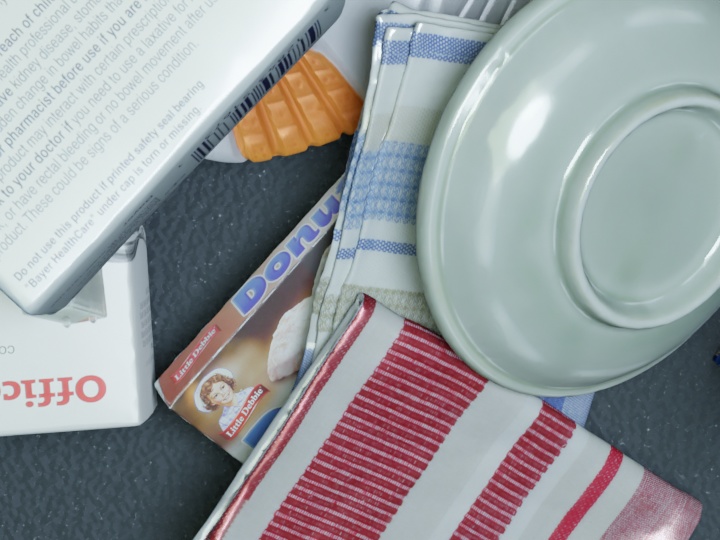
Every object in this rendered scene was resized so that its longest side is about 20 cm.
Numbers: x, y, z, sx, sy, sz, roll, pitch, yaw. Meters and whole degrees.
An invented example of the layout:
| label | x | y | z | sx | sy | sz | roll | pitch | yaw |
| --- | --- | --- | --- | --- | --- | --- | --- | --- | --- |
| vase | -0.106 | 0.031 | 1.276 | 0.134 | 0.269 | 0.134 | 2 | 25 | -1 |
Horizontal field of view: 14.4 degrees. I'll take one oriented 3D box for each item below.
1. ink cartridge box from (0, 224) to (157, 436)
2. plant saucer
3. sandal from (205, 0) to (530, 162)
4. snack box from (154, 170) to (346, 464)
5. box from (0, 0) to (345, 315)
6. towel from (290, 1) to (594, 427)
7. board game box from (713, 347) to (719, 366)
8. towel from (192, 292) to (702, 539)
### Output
| label | x | y | z | sx | sy | sz | roll | pitch | yaw |
| --- | --- | --- | --- | --- | --- | --- | --- | --- | --- |
| ink cartridge box | -0.170 | -0.026 | 1.252 | 0.147 | 0.083 | 0.200 | -5 | 93 | -1 |
| plant saucer | 0.117 | -0.032 | 1.218 | 0.200 | 0.050 | 0.200 | -15 | 119 | -30 |
| sandal | -0.012 | -0.098 | 1.268 | 0.207 | 0.059 | 0.079 | -9 | 108 | -21 |
| snack box | 0.000 | 0.000 | 1.269 | 0.200 | 0.024 | 0.072 | -48 | 126 | 3 |
| box | -0.139 | -0.113 | 1.154 | 0.200 | 0.105 | 0.184 | 43 | 89 | 0 |
| towel | 0.053 | -0.012 | 1.251 | 0.147 | 0.024 | 0.200 | 7 | 108 | -21 |
| board game box | 0.219 | -0.004 | 1.201 | 0.045 | 0.200 | 0.152 | 33 | 92 | -3 |
| towel | 0.041 | 0.117 | 1.262 | 0.200 | 0.023 | 0.144 | 33 | 92 | -23 |
